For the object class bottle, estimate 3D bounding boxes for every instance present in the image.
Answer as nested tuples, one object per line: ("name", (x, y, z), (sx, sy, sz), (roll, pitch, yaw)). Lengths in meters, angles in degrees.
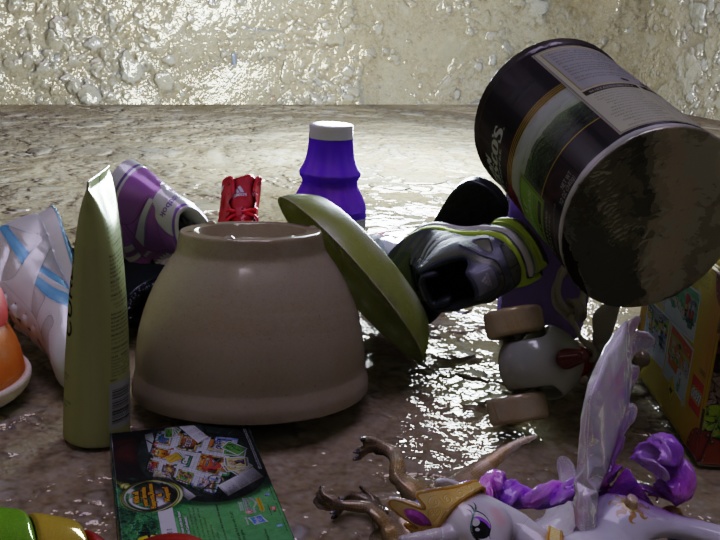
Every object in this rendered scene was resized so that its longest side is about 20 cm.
("bottle", (-0.034, -0.054, 1.011), (0.083, 0.203, 0.065), (15, 20, 42))

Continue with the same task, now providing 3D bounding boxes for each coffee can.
("coffee can", (0.191, -0.086, 0.770), (0.144, 0.148, 0.201), (-1, 30, -14))

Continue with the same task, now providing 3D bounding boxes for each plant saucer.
("plant saucer", (0.000, 0.000, 0.880), (0.031, 0.201, 0.200), (-41, 30, -9))

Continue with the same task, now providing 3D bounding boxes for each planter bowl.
("planter bowl", (-0.090, 0.031, 0.792), (0.197, 0.137, 0.200), (2, 9, 0))

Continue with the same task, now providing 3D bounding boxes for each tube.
("tube", (-0.194, 0.028, 0.702), (0.058, 0.203, 0.052), (19, 20, 42))

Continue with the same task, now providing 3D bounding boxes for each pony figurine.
("pony figurine", (0.135, 0.140, 0.517), (0.199, 0.168, 0.192), (29, 34, 24))

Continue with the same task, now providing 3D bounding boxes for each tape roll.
("tape roll", (0.189, -0.034, 0.983), (0.084, 0.203, 0.200), (4, 16, 7))

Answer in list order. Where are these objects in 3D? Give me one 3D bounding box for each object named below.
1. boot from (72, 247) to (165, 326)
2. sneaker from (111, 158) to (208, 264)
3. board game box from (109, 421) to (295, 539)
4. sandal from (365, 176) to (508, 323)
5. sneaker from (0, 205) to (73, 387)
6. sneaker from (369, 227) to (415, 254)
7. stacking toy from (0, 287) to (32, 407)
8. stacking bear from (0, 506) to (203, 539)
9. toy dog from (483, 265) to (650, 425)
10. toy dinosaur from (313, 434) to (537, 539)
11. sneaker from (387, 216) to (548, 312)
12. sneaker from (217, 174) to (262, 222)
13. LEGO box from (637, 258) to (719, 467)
("boot", (-0.263, 0.022, 0.944), (0.161, 0.074, 0.197), (15, 16, 36))
("sneaker", (-0.211, -0.029, 1.046), (0.113, 0.073, 0.201), (31, -21, 10))
("board game box", (-0.106, 0.151, 0.616), (0.103, 0.024, 0.200), (1, 16, -17))
("sandal", (0.079, -0.011, 0.950), (0.075, 0.201, 0.048), (44, 31, 4))
("sneaker", (-0.281, 0.032, 0.844), (0.080, 0.077, 0.201), (-20, 49, -13))
("sneaker", (0.067, -0.008, 1.096), (0.103, 0.077, 0.200), (-5, 13, -8))
("stacking toy", (-0.337, 0.007, 0.747), (0.144, 0.203, 0.146), (2, 16, -1))
("stacking bear", (-0.148, 0.163, 0.432), (0.198, 0.123, 0.114), (5, 20, -28))
("toy dog", (0.187, 0.071, 0.796), (0.199, 0.134, 0.096), (-25, 9, -41))
("toy dinosaur", (0.034, 0.154, 0.607), (0.100, 0.059, 0.200), (26, 32, 21))
("sneaker", (0.072, -0.001, 0.855), (0.080, 0.075, 0.199), (-29, 9, -31))
("sneaker", (-0.148, -0.050, 1.127), (0.077, 0.117, 0.200), (-2, 17, -16))
("LEGO box", (0.299, 0.052, 0.801), (0.076, 0.151, 0.200), (4, 17, 0))
